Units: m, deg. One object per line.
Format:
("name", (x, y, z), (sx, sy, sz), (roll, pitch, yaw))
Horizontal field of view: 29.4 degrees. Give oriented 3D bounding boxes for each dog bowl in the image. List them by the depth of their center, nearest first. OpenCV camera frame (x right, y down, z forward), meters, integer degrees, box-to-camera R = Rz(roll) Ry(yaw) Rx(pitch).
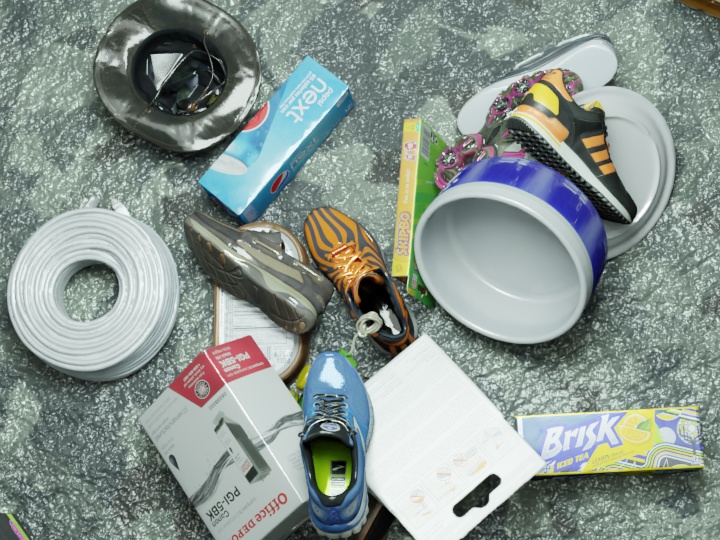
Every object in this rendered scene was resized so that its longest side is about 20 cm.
("dog bowl", (0.163, -0.021, 1.489), (0.200, 0.200, 0.079), (27, 46, 12))

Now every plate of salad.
("plate of salad", (0.263, -0.108, 1.542), (0.200, 0.048, 0.200), (-6, 108, -20))

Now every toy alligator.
("toy alligator", (-0.037, 0.131, 1.507), (0.059, 0.054, 0.200), (29, 118, -12))

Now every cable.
("cable", (-0.310, 0.026, 1.601), (0.200, 0.069, 0.200), (41, 85, 13))

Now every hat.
("hat", (-0.213, -0.232, 1.646), (0.200, 0.081, 0.201), (0, 85, 3))

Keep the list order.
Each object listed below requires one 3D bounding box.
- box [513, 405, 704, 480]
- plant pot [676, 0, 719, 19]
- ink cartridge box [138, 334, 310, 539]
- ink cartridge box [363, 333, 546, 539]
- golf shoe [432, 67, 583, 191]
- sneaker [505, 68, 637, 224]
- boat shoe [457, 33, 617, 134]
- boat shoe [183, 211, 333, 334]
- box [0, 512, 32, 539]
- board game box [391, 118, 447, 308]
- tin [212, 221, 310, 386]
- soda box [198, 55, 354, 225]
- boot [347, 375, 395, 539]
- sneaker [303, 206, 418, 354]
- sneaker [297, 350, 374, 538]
("box", (0.268, 0.189, 1.501), (0.200, 0.064, 0.070), (-4, 77, 6))
("plant pot", (0.431, -0.385, 1.559), (0.200, 0.200, 0.184), (25, 97, 11))
("ink cartridge box", (-0.130, 0.196, 1.502), (0.147, 0.083, 0.200), (-46, 73, 33))
("ink cartridge box", (0.074, 0.189, 1.465), (0.161, 0.050, 0.200), (-39, 67, -11))
("golf shoe", (0.175, -0.150, 1.566), (0.200, 0.092, 0.073), (-40, 56, 9))
("sneaker", (0.245, -0.130, 1.463), (0.200, 0.070, 0.090), (39, 79, -30))
("boat shoe", (0.204, -0.217, 1.600), (0.200, 0.068, 0.072), (-29, 115, 20))
("boat shoe", (-0.114, -0.006, 1.558), (0.200, 0.075, 0.073), (37, 58, 17))
("box", (-0.441, 0.381, 1.509), (0.200, 0.124, 0.149), (-38, 76, -2))
("board game box", (0.068, -0.063, 1.564), (0.030, 0.096, 0.200), (-3, 76, 22))
("tin", (-0.114, 0.041, 1.593), (0.112, 0.042, 0.200), (-1, 77, 2))
("soda box", (-0.097, -0.151, 1.620), (0.068, 0.064, 0.200), (39, 84, 13))
("boot", (0.010, 0.213, 1.528), (0.097, 0.075, 0.200), (20, 70, 20))
("sneaker", (0.000, 0.000, 1.549), (0.078, 0.112, 0.200), (-36, 76, -3))
("sneaker", (-0.023, 0.167, 1.408), (0.078, 0.089, 0.200), (-5, 56, 0))
